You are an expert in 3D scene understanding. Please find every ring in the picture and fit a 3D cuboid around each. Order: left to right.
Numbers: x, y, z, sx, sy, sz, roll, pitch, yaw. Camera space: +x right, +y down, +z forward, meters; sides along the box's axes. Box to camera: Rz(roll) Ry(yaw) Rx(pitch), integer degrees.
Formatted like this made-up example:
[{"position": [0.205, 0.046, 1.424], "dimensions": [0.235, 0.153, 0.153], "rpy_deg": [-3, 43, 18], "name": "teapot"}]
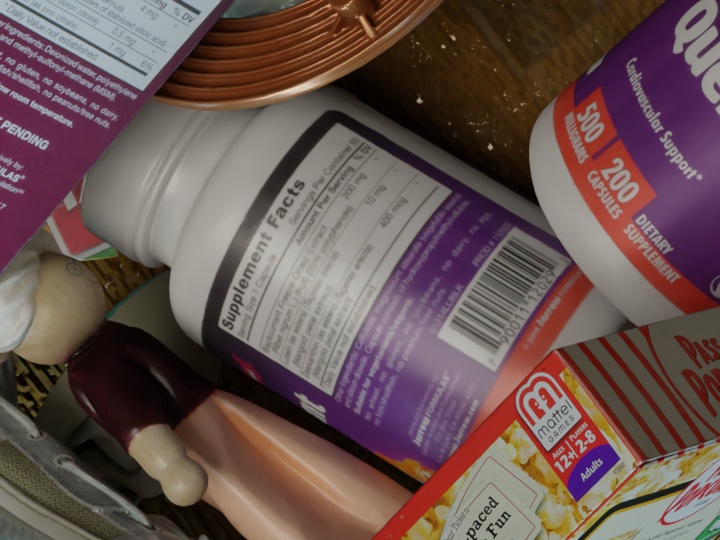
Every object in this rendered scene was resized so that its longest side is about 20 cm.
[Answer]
[{"position": [-0.027, -0.148, 0.938], "dimensions": [0.200, 0.019, 0.201], "rpy_deg": [-16, 56, 26], "name": "ring"}]

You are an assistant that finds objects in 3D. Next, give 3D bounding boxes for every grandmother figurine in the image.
[{"position": [-0.063, 0.054, 0.963], "dimensions": [0.200, 0.121, 0.061], "rpy_deg": [39, 87, -2], "name": "grandmother figurine"}]

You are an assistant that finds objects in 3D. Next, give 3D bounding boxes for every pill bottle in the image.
[{"position": [0.000, 0.000, 0.982], "dimensions": [0.200, 0.111, 0.111], "rpy_deg": [31, 114, 14], "name": "pill bottle"}, {"position": [0.159, -0.067, 0.895], "dimensions": [0.200, 0.112, 0.112], "rpy_deg": [-42, 85, 26], "name": "pill bottle"}]

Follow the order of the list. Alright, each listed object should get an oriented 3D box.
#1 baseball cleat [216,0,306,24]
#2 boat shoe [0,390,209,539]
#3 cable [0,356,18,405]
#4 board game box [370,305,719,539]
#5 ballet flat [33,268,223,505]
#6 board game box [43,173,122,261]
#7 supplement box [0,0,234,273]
[{"position": [0.025, -0.141, 0.958], "dimensions": [0.200, 0.070, 0.106], "rpy_deg": [-19, 56, 4], "name": "baseball cleat"}, {"position": [-0.098, 0.098, 0.959], "dimensions": [0.202, 0.065, 0.074], "rpy_deg": [27, 140, 28], "name": "boat shoe"}, {"position": [-0.231, 0.053, 1.102], "dimensions": [0.200, 0.069, 0.200], "rpy_deg": [-13, 94, 35], "name": "cable"}, {"position": [0.060, 0.092, 0.866], "dimensions": [0.200, 0.151, 0.046], "rpy_deg": [-49, 67, 32], "name": "board game box"}, {"position": [-0.107, 0.086, 1.033], "dimensions": [0.069, 0.069, 0.200], "rpy_deg": [39, 84, 10], "name": "ballet flat"}, {"position": [-0.153, -0.100, 1.071], "dimensions": [0.095, 0.030, 0.200], "rpy_deg": [-6, 99, 25], "name": "board game box"}, {"position": [-0.139, -0.081, 0.916], "dimensions": [0.200, 0.086, 0.110], "rpy_deg": [-48, 46, 15], "name": "supplement box"}]
